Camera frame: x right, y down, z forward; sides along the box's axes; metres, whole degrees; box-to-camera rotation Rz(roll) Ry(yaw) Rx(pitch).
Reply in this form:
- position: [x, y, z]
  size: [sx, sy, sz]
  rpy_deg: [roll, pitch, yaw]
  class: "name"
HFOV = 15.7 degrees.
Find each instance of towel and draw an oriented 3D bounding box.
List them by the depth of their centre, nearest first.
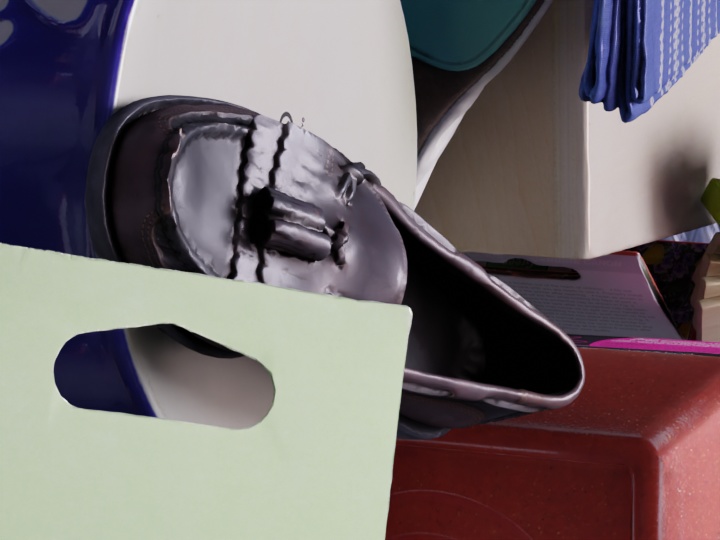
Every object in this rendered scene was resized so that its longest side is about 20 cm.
- position: [0.113, -0.145, 0.918]
  size: [0.200, 0.024, 0.145]
  rpy_deg: [-42, 134, -63]
  class: "towel"

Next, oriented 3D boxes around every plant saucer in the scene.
- position: [0.030, 0.124, 0.855]
  size: [0.037, 0.199, 0.201]
  rpy_deg: [-11, 102, -62]
  class: "plant saucer"

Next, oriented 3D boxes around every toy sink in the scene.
- position: [0.084, -0.083, 1.044]
  size: [0.200, 0.112, 0.131]
  rpy_deg: [-16, 107, -57]
  class: "toy sink"

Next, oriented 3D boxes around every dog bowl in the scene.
- position: [-0.058, -0.033, 0.795]
  size: [0.200, 0.078, 0.201]
  rpy_deg: [-11, 102, -63]
  class: "dog bowl"

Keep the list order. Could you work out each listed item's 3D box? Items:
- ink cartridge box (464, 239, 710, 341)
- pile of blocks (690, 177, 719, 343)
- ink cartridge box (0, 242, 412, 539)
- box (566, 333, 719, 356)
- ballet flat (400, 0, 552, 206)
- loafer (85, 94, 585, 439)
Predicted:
- position: [0.101, 0.021, 1.089]
  size: [0.200, 0.109, 0.051]
  rpy_deg: [54, 47, -52]
  class: "ink cartridge box"
- position: [0.161, 0.015, 1.039]
  size: [0.062, 0.082, 0.201]
  rpy_deg: [-117, -158, -55]
  class: "pile of blocks"
- position: [-0.050, 0.100, 0.646]
  size: [0.145, 0.048, 0.201]
  rpy_deg: [9, 88, -28]
  class: "ink cartridge box"
- position: [0.078, 0.086, 0.947]
  size: [0.132, 0.199, 0.115]
  rpy_deg: [-8, 99, -63]
  class: "box"
- position: [0.019, -0.076, 0.910]
  size: [0.201, 0.069, 0.069]
  rpy_deg: [-61, 159, 18]
  class: "ballet flat"
- position: [0.000, 0.000, 0.744]
  size: [0.200, 0.063, 0.072]
  rpy_deg: [33, 62, -55]
  class: "loafer"
